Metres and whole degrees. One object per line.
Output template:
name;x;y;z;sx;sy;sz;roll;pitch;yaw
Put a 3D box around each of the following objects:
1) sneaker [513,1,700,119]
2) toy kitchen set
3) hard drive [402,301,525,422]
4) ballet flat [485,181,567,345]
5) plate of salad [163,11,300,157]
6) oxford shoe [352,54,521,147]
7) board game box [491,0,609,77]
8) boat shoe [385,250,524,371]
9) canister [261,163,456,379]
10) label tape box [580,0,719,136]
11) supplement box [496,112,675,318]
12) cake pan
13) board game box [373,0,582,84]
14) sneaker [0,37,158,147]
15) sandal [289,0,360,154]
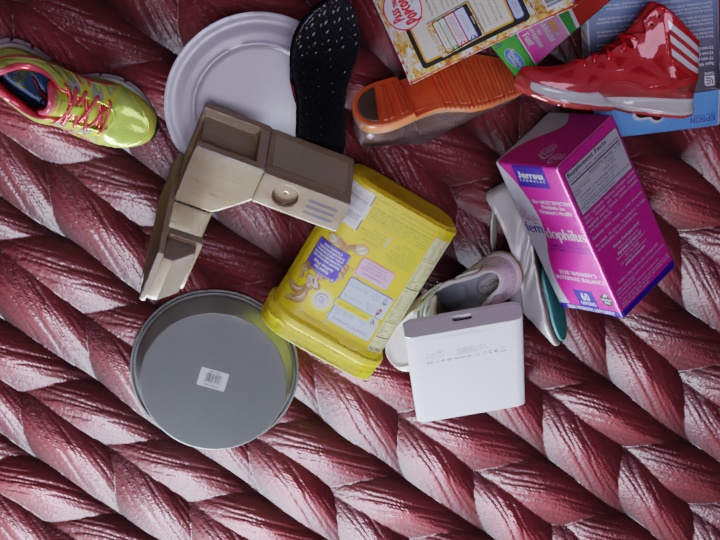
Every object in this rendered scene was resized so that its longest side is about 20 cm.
sneaker;0.260;-0.226;1.640;0.197;0.078;0.117;4;104;-15
toy kitchen set;-0.129;-0.028;1.677;0.178;0.164;0.201;19;130;-12
hard drive;0.120;0.106;1.781;0.130;0.027;0.201;-10;148;1
ballet flat;0.185;-0.010;1.788;0.069;0.070;0.202;-14;107;3
plate of salad;-0.115;-0.187;1.708;0.197;0.048;0.202;-6;119;-10
oxford shoe;0.084;-0.182;1.720;0.197;0.072;0.073;-12;153;-8
board game box;0.192;-0.321;1.626;0.200;0.040;0.153;-40;90;28
boat shoe;0.093;0.049;1.774;0.200;0.069;0.071;-42;81;27
canister;0.000;0.000;1.765;0.147;0.087;0.201;29;106;-13
label tape box;0.310;-0.253;1.694;0.141;0.066;0.203;-7;113;1
supplement box;0.246;-0.062;1.715;0.103;0.101;0.202;-40;117;-26
cake pan;-0.170;0.122;1.829;0.197;0.037;0.203;-1;111;-2
board game box;0.108;-0.302;1.617;0.198;0.046;0.153;-22;99;27
sneaker;-0.312;-0.177;1.680;0.198;0.090;0.079;20;107;-11
sandal;-0.045;-0.203;1.671;0.074;0.045;0.202;-6;130;-16
